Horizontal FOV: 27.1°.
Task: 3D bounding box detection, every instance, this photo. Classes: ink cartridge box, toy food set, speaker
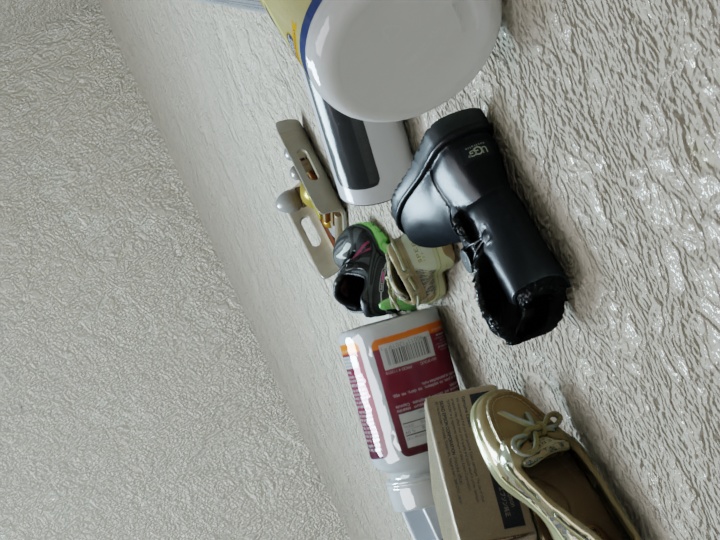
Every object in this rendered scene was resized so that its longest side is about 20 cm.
[{"bbox_3d":[0.115,0.232,1.427,0.200,0.075,0.165,83,175,-54],"label":"ink cartridge box"},{"bbox_3d":[-0.073,-0.090,1.962,0.200,0.060,0.144,88,157,-66],"label":"toy food set"},{"bbox_3d":[-0.008,-0.165,1.392,0.081,0.081,0.200,-129,19,-58],"label":"speaker"}]

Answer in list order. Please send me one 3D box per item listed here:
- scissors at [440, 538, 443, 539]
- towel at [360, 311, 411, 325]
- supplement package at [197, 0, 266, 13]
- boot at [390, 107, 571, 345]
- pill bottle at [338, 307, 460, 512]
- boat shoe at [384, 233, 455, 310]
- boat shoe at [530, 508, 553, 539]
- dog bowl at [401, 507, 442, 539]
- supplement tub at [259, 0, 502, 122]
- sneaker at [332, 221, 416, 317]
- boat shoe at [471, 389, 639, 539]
[{"bbox_3d":[0.111,0.287,1.668,0.073,0.014,0.200,61,153,-5],"label":"scissors"},{"bbox_3d":[0.036,0.062,1.811,0.200,0.034,0.133,-124,16,-51],"label":"towel"},{"bbox_3d":[-0.120,-0.318,1.286,0.200,0.150,0.152,-170,88,-78],"label":"supplement package"},{"bbox_3d":[0.094,-0.013,1.194,0.200,0.076,0.168,108,142,-66],"label":"boot"},{"bbox_3d":[0.055,0.149,1.603,0.114,0.114,0.201,161,93,-80],"label":"pill bottle"},{"bbox_3d":[0.048,-0.006,1.500,0.200,0.063,0.073,98,147,-73],"label":"boat shoe"},{"bbox_3d":[0.199,0.281,1.337,0.065,0.072,0.201,102,150,-82],"label":"boat shoe"},{"bbox_3d":[0.113,0.313,1.836,0.200,0.079,0.201,157,90,-80],"label":"dog bowl"},{"bbox_3d":[-0.003,-0.216,1.058,0.145,0.144,0.200,79,165,-50],"label":"supplement tub"},{"bbox_3d":[0.000,0.000,1.706,0.200,0.084,0.077,-139,29,-67],"label":"sneaker"},{"bbox_3d":[0.167,0.171,1.238,0.200,0.073,0.063,51,153,24],"label":"boat shoe"}]
